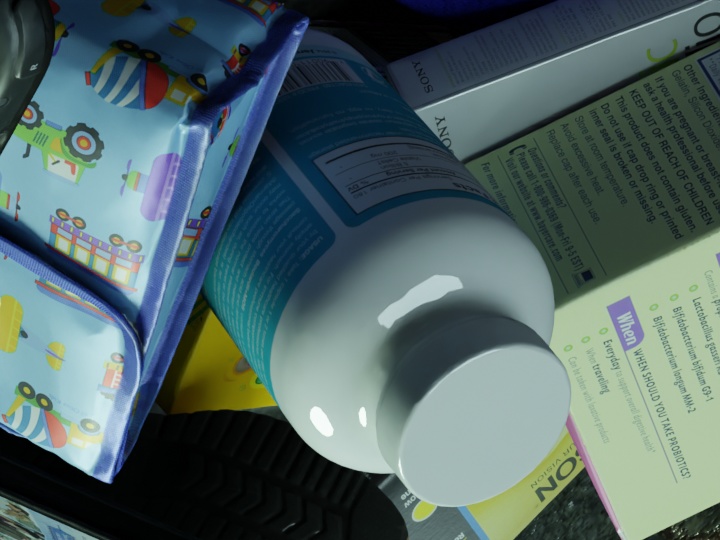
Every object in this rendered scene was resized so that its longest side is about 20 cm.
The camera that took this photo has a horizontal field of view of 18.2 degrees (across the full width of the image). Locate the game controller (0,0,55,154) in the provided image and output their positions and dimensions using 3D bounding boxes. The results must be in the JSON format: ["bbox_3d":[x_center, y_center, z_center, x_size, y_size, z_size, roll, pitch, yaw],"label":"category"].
[{"bbox_3d":[-0.171,-0.052,0.747,0.042,0.104,0.200,-31,164,-46],"label":"game controller"}]

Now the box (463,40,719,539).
[{"bbox_3d":[0.166,-0.002,0.970,0.199,0.097,0.176,-25,138,3],"label":"box"}]

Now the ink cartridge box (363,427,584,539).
[{"bbox_3d":[0.071,0.112,1.248,0.198,0.047,0.200,-45,142,-7],"label":"ink cartridge box"}]

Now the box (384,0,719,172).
[{"bbox_3d":[0.119,-0.064,0.983,0.199,0.036,0.145,-20,138,-2],"label":"box"}]

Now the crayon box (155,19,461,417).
[{"bbox_3d":[0.001,-0.025,1.031,0.199,0.058,0.173,-4,125,-45],"label":"crayon box"}]

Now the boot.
[{"bbox_3d":[-0.063,0.122,1.003,0.078,0.199,0.139,-62,155,-24],"label":"boot"}]

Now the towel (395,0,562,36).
[{"bbox_3d":[0.035,-0.167,0.887,0.199,0.050,0.148,23,125,-42],"label":"towel"}]

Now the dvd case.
[{"bbox_3d":[-0.104,0.116,0.912,0.143,0.199,0.018,92,23,-67],"label":"dvd case"}]

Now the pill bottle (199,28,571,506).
[{"bbox_3d":[0.000,0.000,0.843,0.110,0.200,0.111,-16,130,-20],"label":"pill bottle"}]

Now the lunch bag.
[{"bbox_3d":[-0.128,-0.026,0.812,0.094,0.150,0.201,-55,169,-55],"label":"lunch bag"}]
